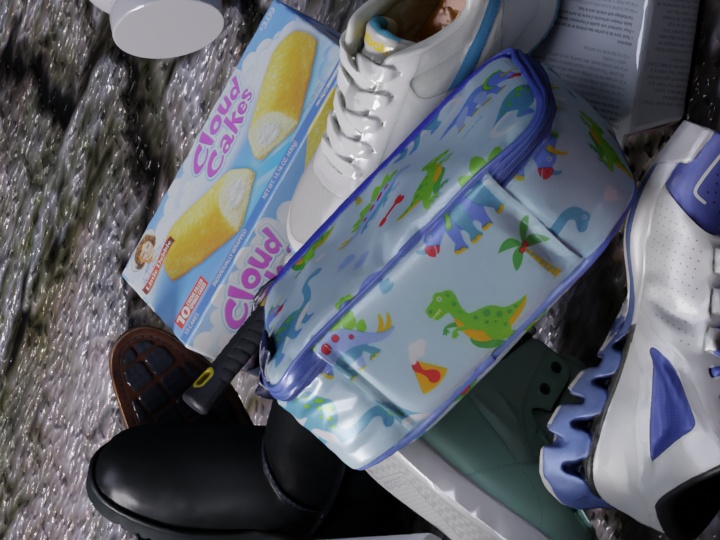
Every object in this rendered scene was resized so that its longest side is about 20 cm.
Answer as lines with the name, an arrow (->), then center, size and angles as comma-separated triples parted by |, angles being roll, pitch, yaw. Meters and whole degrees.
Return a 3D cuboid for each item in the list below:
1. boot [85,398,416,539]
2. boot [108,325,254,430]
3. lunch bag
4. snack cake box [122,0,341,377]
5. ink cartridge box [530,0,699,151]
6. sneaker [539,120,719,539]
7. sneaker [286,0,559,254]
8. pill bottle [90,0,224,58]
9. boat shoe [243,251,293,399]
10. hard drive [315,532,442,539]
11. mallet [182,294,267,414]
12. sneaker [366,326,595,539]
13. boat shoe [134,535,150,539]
boot -> -0.045, 0.092, 1.345 | 0.163, 0.197, 0.074 | 113, 167, -46
boot -> -0.102, 0.103, 1.475 | 0.200, 0.075, 0.097 | 56, 174, -26
lunch bag -> 0.036, -0.009, 1.147 | 0.200, 0.082, 0.161 | -45, 14, 14
snack cake box -> -0.054, -0.050, 1.442 | 0.201, 0.067, 0.115 | -60, 36, 8
ink cartridge box -> 0.104, -0.139, 1.254 | 0.196, 0.043, 0.201 | 22, 107, 57
sneaker -> 0.169, 0.041, 1.099 | 0.115, 0.080, 0.200 | 31, 107, 42
sneaker -> 0.015, -0.091, 1.228 | 0.077, 0.081, 0.200 | 43, 105, 41
pill bottle -> -0.146, -0.252, 1.636 | 0.112, 0.112, 0.201 | -43, 51, 50
boat shoe -> 0.000, 0.000, 1.369 | 0.075, 0.092, 0.201 | 55, 131, 48
hard drive -> 0.020, 0.199, 1.296 | 0.027, 0.132, 0.200 | -49, 17, -26
mallet -> -0.022, -0.002, 1.285 | 0.066, 0.041, 0.200 | 14, 65, 52
sneaker -> 0.103, 0.105, 1.199 | 0.200, 0.118, 0.074 | 41, 156, 14
boat shoe -> -0.128, 0.153, 1.613 | 0.074, 0.063, 0.202 | -42, 50, 53
